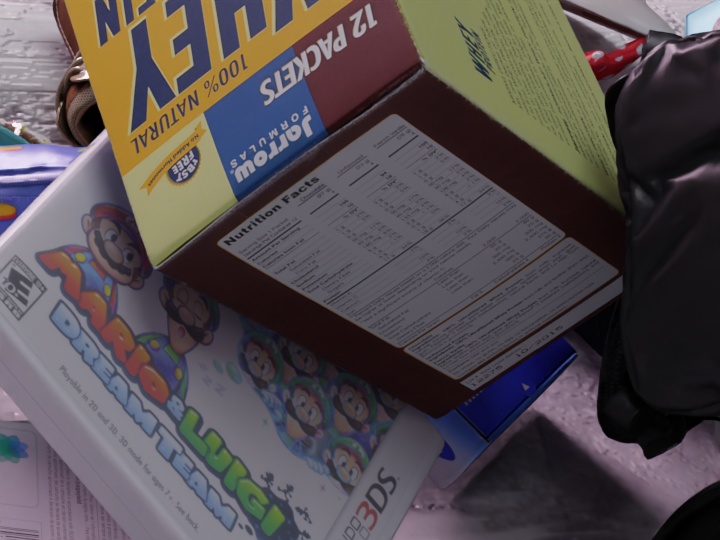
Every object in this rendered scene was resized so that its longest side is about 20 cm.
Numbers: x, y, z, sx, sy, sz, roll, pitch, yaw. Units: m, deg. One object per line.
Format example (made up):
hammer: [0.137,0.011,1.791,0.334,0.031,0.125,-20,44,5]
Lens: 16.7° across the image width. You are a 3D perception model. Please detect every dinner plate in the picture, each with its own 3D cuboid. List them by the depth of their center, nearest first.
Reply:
dinner plate: [0.097,-0.169,1.400,0.199,0.024,0.200,21,6,-2]

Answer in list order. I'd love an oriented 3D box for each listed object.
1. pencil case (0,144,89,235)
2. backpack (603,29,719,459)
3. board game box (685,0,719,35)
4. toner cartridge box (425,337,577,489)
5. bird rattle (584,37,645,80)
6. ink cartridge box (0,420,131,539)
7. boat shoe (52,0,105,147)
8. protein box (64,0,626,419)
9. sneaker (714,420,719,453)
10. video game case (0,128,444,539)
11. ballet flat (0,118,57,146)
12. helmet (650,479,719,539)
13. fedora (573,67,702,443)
pencil case: [-0.181,-0.020,1.059,0.199,0.087,0.078,3,66,14]
backpack: [0.185,0.001,0.977,0.126,0.168,0.200,-1,-13,34]
board game box: [0.242,-0.082,1.270,0.047,0.151,0.201,39,40,-32]
toner cartridge box: [0.000,0.000,1.139,0.200,0.043,0.095,45,41,6]
bird rattle: [0.047,-0.128,1.343,0.199,0.113,0.163,-1,22,-29]
ink cartridge box: [-0.093,0.117,0.993,0.199,0.042,0.120,6,36,-14]
boat shoe: [-0.117,-0.092,1.240,0.071,0.076,0.200,-9,41,-29]
protein box: [-0.002,-0.078,1.014,0.200,0.135,0.199,31,30,-50]
sneaker: [0.235,0.024,1.153,0.073,0.112,0.200,39,83,18]
video game case: [-0.058,0.043,0.971,0.200,0.024,0.182,50,32,-10]
ballet flat: [-0.119,0.008,1.123,0.200,0.076,0.064,48,14,30]
helmet: [0.206,0.157,0.943,0.199,0.201,0.191,10,18,-10]
fedora: [0.141,-0.023,1.126,0.091,0.201,0.200,31,36,30]
